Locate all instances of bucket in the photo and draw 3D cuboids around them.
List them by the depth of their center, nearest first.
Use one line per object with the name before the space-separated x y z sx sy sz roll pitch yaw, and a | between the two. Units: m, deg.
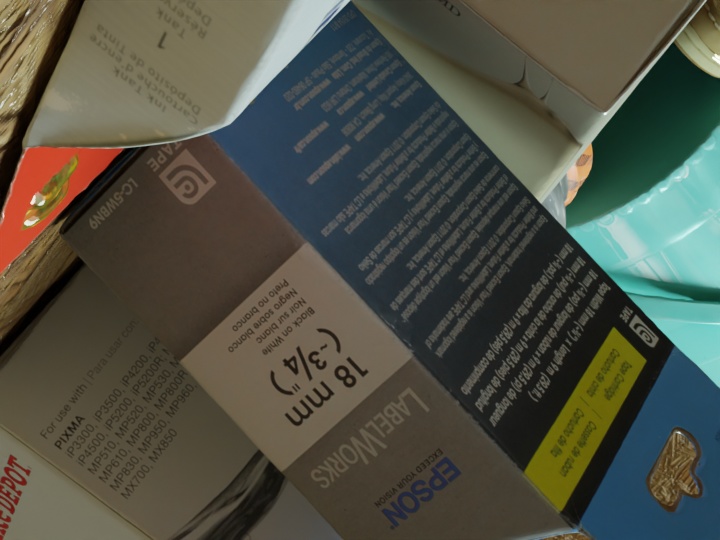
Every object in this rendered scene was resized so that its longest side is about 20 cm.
bucket | 0.137 -0.045 1.131 0.207 0.135 0.208 -26 -141 23

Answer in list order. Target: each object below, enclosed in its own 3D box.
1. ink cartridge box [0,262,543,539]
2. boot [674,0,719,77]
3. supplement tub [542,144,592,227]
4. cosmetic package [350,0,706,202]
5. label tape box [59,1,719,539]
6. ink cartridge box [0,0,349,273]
ink cartridge box | -0.036 0.093 0.819 0.083 0.200 0.147 -53 179 -23
boot | 0.195 -0.187 1.018 0.155 0.073 0.201 -18 -128 39
supplement tub | 0.000 0.000 0.986 0.200 0.122 0.123 -49 177 -25
cosmetic package | 0.040 -0.075 0.844 0.073 0.103 0.200 -49 176 -18
label tape box | 0.022 0.021 0.737 0.063 0.200 0.144 -43 -179 26
ink cartridge box | -0.008 -0.077 0.572 0.160 0.047 0.200 -49 175 -36
